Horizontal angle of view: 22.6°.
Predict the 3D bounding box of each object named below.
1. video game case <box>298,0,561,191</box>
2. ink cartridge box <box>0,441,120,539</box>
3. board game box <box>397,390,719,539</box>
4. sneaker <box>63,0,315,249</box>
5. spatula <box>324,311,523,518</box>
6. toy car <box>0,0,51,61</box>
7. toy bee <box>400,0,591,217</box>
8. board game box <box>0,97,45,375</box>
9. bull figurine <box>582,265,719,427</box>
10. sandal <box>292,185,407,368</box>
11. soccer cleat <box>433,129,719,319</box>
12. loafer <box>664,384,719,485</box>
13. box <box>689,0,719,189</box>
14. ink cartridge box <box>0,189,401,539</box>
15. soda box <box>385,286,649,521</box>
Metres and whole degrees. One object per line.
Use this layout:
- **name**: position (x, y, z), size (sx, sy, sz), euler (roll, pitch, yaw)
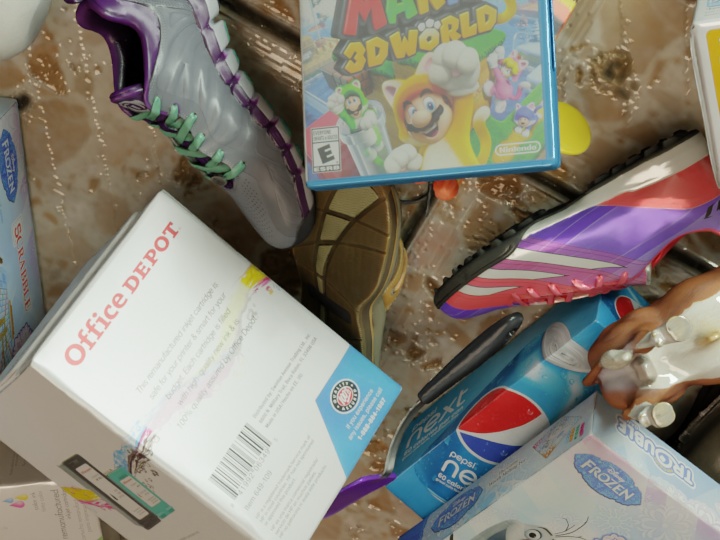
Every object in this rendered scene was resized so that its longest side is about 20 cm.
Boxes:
- **video game case**: position (0.035, -0.149, 0.990), size (0.142, 0.018, 0.201), euler (-4, 84, 18)
- **ink cartridge box**: position (-0.280, 0.185, 1.291), size (0.199, 0.067, 0.118), euler (-6, 120, 1)
- **board game box**: position (0.155, 0.192, 1.140), size (0.200, 0.043, 0.199), euler (37, 129, -15)
- **sneaker**: position (-0.104, -0.090, 1.071), size (0.074, 0.087, 0.201), euler (-15, 106, 53)
- **spatula**: position (0.033, 0.096, 1.133), size (0.021, 0.056, 0.200), euler (48, 108, 22)
- **toy car**: position (-0.266, -0.203, 1.027), size (0.174, 0.150, 0.201), euler (23, 124, 1)
- **toy bee**: position (0.068, -0.089, 1.033), size (0.130, 0.109, 0.201), euler (13, 123, 5)
- **board game box**: position (-0.263, 0.022, 1.136), size (0.041, 0.200, 0.201), euler (7, 122, 13)
- **bull figurine**: position (0.218, 0.023, 1.023), size (0.199, 0.121, 0.065), euler (-33, 92, 4)
- **sandal**: position (0.000, 0.000, 1.136), size (0.080, 0.054, 0.201), euler (37, 146, 27)
- **soccer cleat**: position (0.133, -0.009, 1.081), size (0.200, 0.068, 0.073), euler (-31, 90, 25)
- **loafer**: position (0.230, 0.125, 1.141), size (0.073, 0.071, 0.200), euler (30, 124, -5)
- **box**: position (0.283, -0.121, 0.950), size (0.199, 0.113, 0.102), euler (-6, 121, 19)
- **ink cartridge box**: position (-0.112, 0.082, 1.137), size (0.200, 0.147, 0.146), euler (40, 150, -10)
- **soda box**: position (0.107, 0.088, 1.154), size (0.064, 0.068, 0.200), euler (40, 123, -11)
